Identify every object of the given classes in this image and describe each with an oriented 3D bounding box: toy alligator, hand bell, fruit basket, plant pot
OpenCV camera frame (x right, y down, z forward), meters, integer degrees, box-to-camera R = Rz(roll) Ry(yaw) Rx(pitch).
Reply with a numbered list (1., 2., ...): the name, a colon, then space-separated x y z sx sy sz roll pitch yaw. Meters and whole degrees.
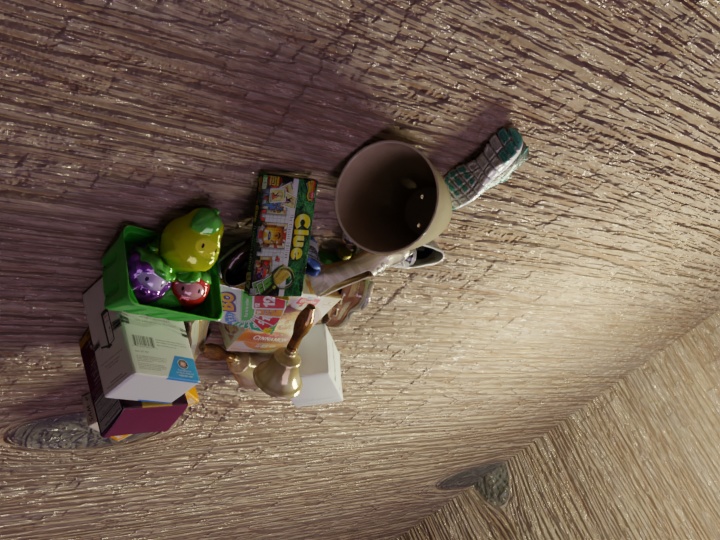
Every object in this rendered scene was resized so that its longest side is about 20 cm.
1. toy alligator: -0.006 -0.007 1.641 0.200 0.054 0.059 6 139 -43
2. hand bell: -0.265 0.177 1.671 0.104 0.104 0.200 -32 156 12
3. fruit basket: -0.294 -0.007 1.344 0.215 0.156 0.216 -8 161 -3
4. plant pot: 0.083 -0.113 1.436 0.187 0.188 0.200 -36 162 19
5. hand bell: -0.131 0.146 1.619 0.104 0.104 0.200 -2 131 -36

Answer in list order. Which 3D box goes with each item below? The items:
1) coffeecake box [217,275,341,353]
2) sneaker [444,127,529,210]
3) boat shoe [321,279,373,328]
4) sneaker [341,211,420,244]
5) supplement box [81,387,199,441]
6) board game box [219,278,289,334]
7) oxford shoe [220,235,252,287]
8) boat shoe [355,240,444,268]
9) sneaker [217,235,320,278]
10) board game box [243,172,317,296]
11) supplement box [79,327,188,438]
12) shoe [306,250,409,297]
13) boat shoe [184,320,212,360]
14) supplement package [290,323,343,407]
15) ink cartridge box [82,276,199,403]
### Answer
1. coffeecake box: -0.162 0.079 1.643 0.153 0.073 0.200 10 135 -45
2. sneaker: 0.236 -0.176 1.539 0.200 0.078 0.091 -38 153 24
3. boat shoe: -0.043 0.061 1.712 0.072 0.076 0.200 19 147 -18
4. sneaker: 0.051 -0.079 1.560 0.199 0.079 0.077 4 153 -36
5. supplement box: -0.457 0.270 1.724 0.200 0.074 0.126 -26 150 2
6. board game box: -0.240 0.057 1.515 0.199 0.030 0.096 16 129 -16
7. oxford shoe: -0.158 -0.042 1.403 0.073 0.084 0.200 40 97 -13
8. boat shoe: 0.083 -0.034 1.632 0.200 0.066 0.072 3 114 -41
9. sneaker: -0.161 -0.009 1.487 0.199 0.085 0.077 -12 148 -21
10. board game box: -0.131 -0.056 1.367 0.105 0.023 0.201 1 102 -37
11. supplement box: -0.413 0.186 1.492 0.131 0.200 0.103 4 140 -43
12. shoe: 0.000 0.000 1.548 0.199 0.054 0.070 -17 158 4
13. boat shoe: -0.325 0.132 1.615 0.076 0.072 0.200 -23 156 -36
14. supplement package: -0.112 0.213 1.826 0.117 0.117 0.200 -7 154 5
15. ink cartridge box: -0.375 0.115 1.407 0.084 0.200 0.146 -37 149 25
